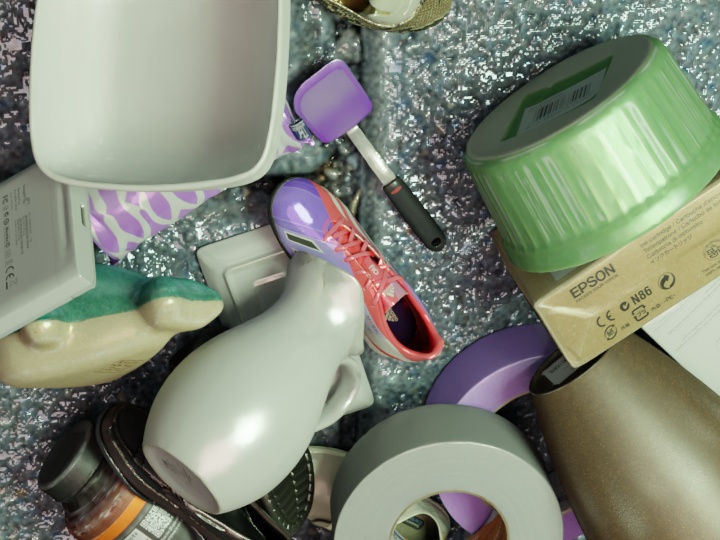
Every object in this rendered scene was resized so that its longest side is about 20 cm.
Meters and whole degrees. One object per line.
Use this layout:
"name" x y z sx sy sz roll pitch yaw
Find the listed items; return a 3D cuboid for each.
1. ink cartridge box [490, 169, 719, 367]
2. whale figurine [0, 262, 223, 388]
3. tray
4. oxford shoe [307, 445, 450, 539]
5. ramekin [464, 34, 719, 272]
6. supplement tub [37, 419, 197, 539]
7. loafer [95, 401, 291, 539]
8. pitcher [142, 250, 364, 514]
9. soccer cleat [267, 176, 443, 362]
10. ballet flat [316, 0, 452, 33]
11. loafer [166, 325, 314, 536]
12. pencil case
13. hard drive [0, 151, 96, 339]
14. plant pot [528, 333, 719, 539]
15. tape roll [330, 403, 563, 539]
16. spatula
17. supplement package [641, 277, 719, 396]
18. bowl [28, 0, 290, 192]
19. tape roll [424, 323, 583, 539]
"ink cartridge box" 0.220 -0.030 1.127 0.199 0.165 0.075 -34 113 5
"whale figurine" -0.207 0.029 1.085 0.199 0.159 0.105 -19 76 30
"tray" -0.062 0.055 1.194 0.107 0.022 0.201 -19 115 -2
"oxford shoe" -0.002 0.217 1.257 0.199 0.058 0.075 25 111 -16
"ramekin" 0.179 -0.098 1.078 0.199 0.200 0.098 -33 108 5
"supplement tub" -0.183 0.214 1.197 0.107 0.107 0.200 -44 113 10
"loafer" -0.132 0.178 1.138 0.063 0.072 0.200 -26 113 43
"pitcher" -0.073 0.110 1.109 0.200 0.121 0.172 -49 141 -27
"soccer cleat" 0.000 0.000 1.143 0.068 0.073 0.200 -46 117 -17
"ballet flat" -0.015 -0.228 1.049 0.199 0.075 0.068 21 107 -18
"loafer" -0.105 0.142 1.198 0.071 0.073 0.201 -14 104 39
"pencil case" -0.137 -0.086 1.090 0.199 0.084 0.086 -29 140 5
"hard drive" -0.293 0.001 1.050 0.199 0.133 0.027 -27 141 16
"plant pot" 0.235 0.149 1.146 0.187 0.187 0.200 -38 100 7
"tape roll" 0.073 0.218 1.195 0.199 0.066 0.202 -2 116 -4
"spatula" 0.015 -0.088 1.145 0.056 0.021 0.200 -36 115 5
"supplement package" 0.327 0.049 1.209 0.200 0.114 0.110 41 100 -22
"bowl" -0.141 -0.154 1.012 0.199 0.075 0.201 2 85 16
"tape roll" 0.158 0.153 1.252 0.199 0.066 0.201 -3 114 -8
